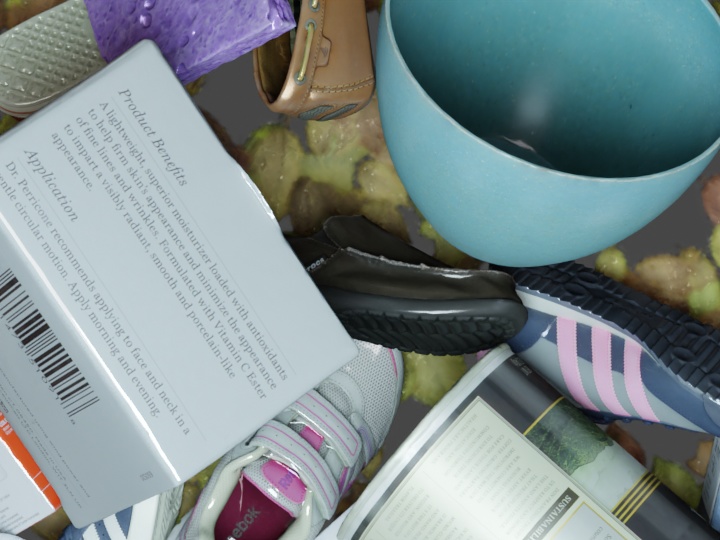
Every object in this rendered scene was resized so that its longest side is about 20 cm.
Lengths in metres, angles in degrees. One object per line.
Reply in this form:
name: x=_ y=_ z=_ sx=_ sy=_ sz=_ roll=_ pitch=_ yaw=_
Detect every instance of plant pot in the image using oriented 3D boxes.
plant pot: x=0.094 y=-0.080 z=1.416 sx=0.199 sy=0.201 sz=0.135 roll=19 pitch=137 yaw=-1

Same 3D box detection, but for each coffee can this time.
coffee can: x=0.107 y=0.159 z=1.421 sx=0.200 sy=0.146 sz=0.147 roll=41 pitch=100 yaw=8

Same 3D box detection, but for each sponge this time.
sponge: x=-0.114 y=-0.200 z=1.412 sx=0.111 sy=0.030 sz=0.201 roll=-27 pitch=74 yaw=29

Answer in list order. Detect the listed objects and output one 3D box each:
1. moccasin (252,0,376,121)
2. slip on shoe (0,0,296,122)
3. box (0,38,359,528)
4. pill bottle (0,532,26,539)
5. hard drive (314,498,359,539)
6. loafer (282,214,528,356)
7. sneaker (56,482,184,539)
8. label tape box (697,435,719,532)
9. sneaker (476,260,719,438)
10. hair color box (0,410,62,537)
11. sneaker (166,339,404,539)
moccasin: x=-0.044 y=-0.181 z=1.421 sx=0.077 sy=0.073 sz=0.203 roll=3 pitch=79 yaw=-39
slip on shoe: x=-0.119 y=-0.136 z=1.470 sx=0.199 sy=0.061 sz=0.074 roll=-24 pitch=75 yaw=-5
box: x=-0.132 y=0.013 z=1.378 sx=0.130 sy=0.200 sz=0.199 roll=-35 pitch=92 yaw=-24
pill bottle: x=-0.261 y=0.236 z=1.493 sx=0.200 sy=0.111 sz=0.112 roll=-29 pitch=99 yaw=34
hard drive: x=0.020 y=0.247 z=1.494 sx=0.132 sy=0.027 sz=0.200 roll=-43 pitch=69 yaw=21
loafer: x=0.000 y=0.000 z=1.458 sx=0.199 sy=0.073 sz=0.072 roll=6 pitch=72 yaw=18
sneaker: x=-0.157 y=0.160 z=1.519 sx=0.084 sy=0.075 sz=0.201 roll=11 pitch=97 yaw=9
label tape box: x=0.280 y=0.106 z=1.488 sx=0.143 sy=0.063 sz=0.201 roll=12 pitch=100 yaw=1
sneaker: x=0.153 y=0.062 z=1.464 sx=0.199 sy=0.070 sz=0.082 roll=30 pitch=121 yaw=27
hair color box: x=-0.252 y=0.064 z=1.488 sx=0.111 sy=0.064 sz=0.200 roll=-31 pitch=101 yaw=40
sneaker: x=-0.037 y=0.113 z=1.481 sx=0.081 sy=0.088 sz=0.201 roll=32 pitch=80 yaw=-4
